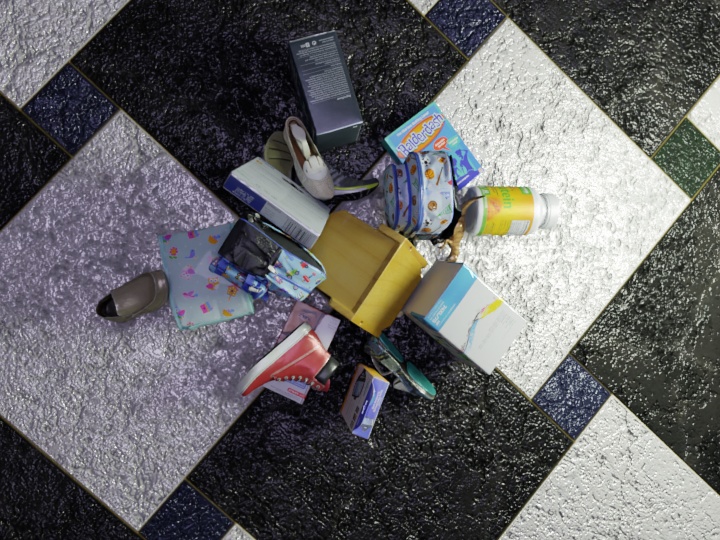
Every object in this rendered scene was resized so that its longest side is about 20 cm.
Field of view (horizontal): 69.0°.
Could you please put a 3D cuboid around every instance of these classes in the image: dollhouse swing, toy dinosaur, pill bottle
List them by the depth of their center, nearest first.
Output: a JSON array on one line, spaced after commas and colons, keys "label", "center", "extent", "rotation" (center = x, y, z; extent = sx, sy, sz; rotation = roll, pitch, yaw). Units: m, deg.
[{"label": "dollhouse swing", "center": [0.000, 0.000, 1.134], "extent": [0.175, 0.182, 0.201], "rotation": [30, 85, 36]}, {"label": "toy dinosaur", "center": [0.215, -0.107, 1.189], "extent": [0.105, 0.060, 0.201], "rotation": [23, 127, 19]}, {"label": "pill bottle", "center": [0.344, -0.136, 1.200], "extent": [0.198, 0.111, 0.112], "rotation": [-1, 88, -7]}]

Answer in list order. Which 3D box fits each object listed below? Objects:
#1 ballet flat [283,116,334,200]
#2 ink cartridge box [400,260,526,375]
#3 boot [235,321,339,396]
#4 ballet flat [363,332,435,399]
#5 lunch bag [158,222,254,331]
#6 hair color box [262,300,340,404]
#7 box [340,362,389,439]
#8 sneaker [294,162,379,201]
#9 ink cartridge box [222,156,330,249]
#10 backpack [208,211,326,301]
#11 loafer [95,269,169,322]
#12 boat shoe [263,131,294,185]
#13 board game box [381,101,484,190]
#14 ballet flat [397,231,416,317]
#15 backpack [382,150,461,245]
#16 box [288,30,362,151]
[{"label": "ballet flat", "center": [-0.116, -0.242, 1.124], "extent": [0.067, 0.062, 0.201], "rotation": [-26, 76, -14]}, {"label": "ink cartridge box", "center": [0.222, 0.098, 1.144], "extent": [0.200, 0.147, 0.146], "rotation": [40, 83, -14]}, {"label": "boot", "center": [-0.147, 0.225, 1.090], "extent": [0.200, 0.072, 0.145], "rotation": [-39, 93, -9]}, {"label": "ballet flat", "center": [0.084, 0.227, 1.188], "extent": [0.074, 0.074, 0.200], "rotation": [-42, 91, -6]}, {"label": "lunch bag", "center": [-0.321, 0.016, 1.113], "extent": [0.169, 0.122, 0.202], "rotation": [-12, 84, -8]}, {"label": "hair color box", "center": [-0.135, 0.177, 1.157], "extent": [0.110, 0.064, 0.202], "rotation": [25, 84, -4]}, {"label": "box", "center": [0.008, 0.271, 1.101], "extent": [0.041, 0.200, 0.120], "rotation": [22, 86, -11]}, {"label": "sneaker", "center": [-0.056, -0.202, 1.176], "extent": [0.198, 0.074, 0.082], "rotation": [-3, 84, -9]}, {"label": "ink cartridge box", "center": [-0.156, -0.140, 1.037], "extent": [0.196, 0.200, 0.043], "rotation": [35, 107, -9]}, {"label": "backpack", "center": [-0.171, -0.008, 1.004], "extent": [0.199, 0.182, 0.135], "rotation": [33, 85, -15]}, {"label": "loafer", "center": [-0.468, 0.060, 1.072], "extent": [0.199, 0.068, 0.076], "rotation": [-30, 79, 28]}, {"label": "boat shoe", "center": [-0.187, -0.211, 1.156], "extent": [0.074, 0.068, 0.202], "rotation": [11, 64, -23]}, {"label": "board game box", "center": [0.168, -0.264, 1.216], "extent": [0.152, 0.045, 0.201], "rotation": [-38, 92, -6]}, {"label": "ballet flat", "center": [0.089, 0.006, 1.192], "extent": [0.066, 0.057, 0.202], "rotation": [5, 88, -6]}, {"label": "backpack", "center": [0.125, -0.160, 1.084], "extent": [0.152, 0.190, 0.202], "rotation": [-8, 84, -15]}, {"label": "box", "center": [-0.078, -0.382, 1.139], "extent": [0.106, 0.148, 0.202], "rotation": [-18, 90, -7]}]
